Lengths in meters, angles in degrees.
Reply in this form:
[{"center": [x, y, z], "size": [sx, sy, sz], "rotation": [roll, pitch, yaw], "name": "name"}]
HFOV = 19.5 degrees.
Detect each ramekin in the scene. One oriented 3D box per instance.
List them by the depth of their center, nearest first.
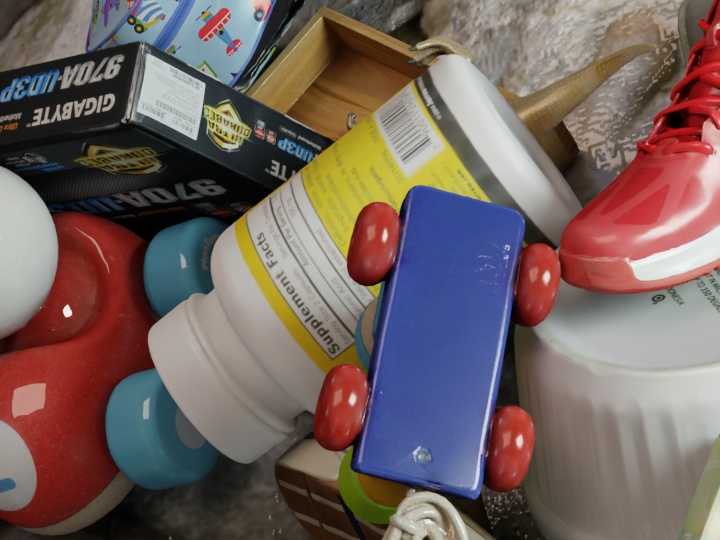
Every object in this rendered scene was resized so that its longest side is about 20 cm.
[{"center": [0.155, 0.037, 0.878], "size": [0.201, 0.095, 0.203], "rotation": [-15, 27, 8], "name": "ramekin"}]

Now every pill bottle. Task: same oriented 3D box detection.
[{"center": [0.000, 0.000, 0.984], "size": [0.200, 0.111, 0.112], "rotation": [-37, 44, 12], "name": "pill bottle"}]

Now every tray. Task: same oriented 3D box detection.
[{"center": [0.016, -0.071, 1.146], "size": [0.099, 0.037, 0.200], "rotation": [-50, 44, -10], "name": "tray"}]

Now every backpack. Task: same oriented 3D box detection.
[{"center": [-0.100, -0.186, 1.221], "size": [0.182, 0.134, 0.201], "rotation": [-13, 52, 64], "name": "backpack"}]

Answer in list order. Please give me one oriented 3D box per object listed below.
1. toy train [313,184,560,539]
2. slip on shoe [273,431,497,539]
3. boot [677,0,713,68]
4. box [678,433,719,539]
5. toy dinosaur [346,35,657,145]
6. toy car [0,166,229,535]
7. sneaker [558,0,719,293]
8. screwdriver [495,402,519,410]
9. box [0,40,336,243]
[{"center": [0.016, 0.078, 0.844], "size": [0.084, 0.116, 0.201], "rotation": [14, 67, -6], "name": "toy train"}, {"center": [0.031, 0.113, 0.954], "size": [0.060, 0.076, 0.200], "rotation": [-32, 22, -20], "name": "slip on shoe"}, {"center": [0.259, -0.079, 0.954], "size": [0.199, 0.183, 0.072], "rotation": [-25, -1, 38], "name": "boot"}, {"center": [0.164, 0.178, 0.763], "size": [0.144, 0.036, 0.201], "rotation": [23, 78, -5], "name": "box"}, {"center": [0.059, -0.066, 1.064], "size": [0.200, 0.058, 0.101], "rotation": [-39, 59, 9], "name": "toy dinosaur"}, {"center": [-0.191, 0.021, 1.074], "size": [0.184, 0.200, 0.178], "rotation": [-15, 49, 34], "name": "toy car"}, {"center": [0.143, -0.080, 0.870], "size": [0.078, 0.116, 0.200], "rotation": [9, 35, 45], "name": "sneaker"}, {"center": [0.013, 0.057, 1.052], "size": [0.199, 0.028, 0.029], "rotation": [4, 29, 34], "name": "screwdriver"}, {"center": [-0.128, -0.060, 1.117], "size": [0.199, 0.159, 0.046], "rotation": [-6, 68, 42], "name": "box"}]
